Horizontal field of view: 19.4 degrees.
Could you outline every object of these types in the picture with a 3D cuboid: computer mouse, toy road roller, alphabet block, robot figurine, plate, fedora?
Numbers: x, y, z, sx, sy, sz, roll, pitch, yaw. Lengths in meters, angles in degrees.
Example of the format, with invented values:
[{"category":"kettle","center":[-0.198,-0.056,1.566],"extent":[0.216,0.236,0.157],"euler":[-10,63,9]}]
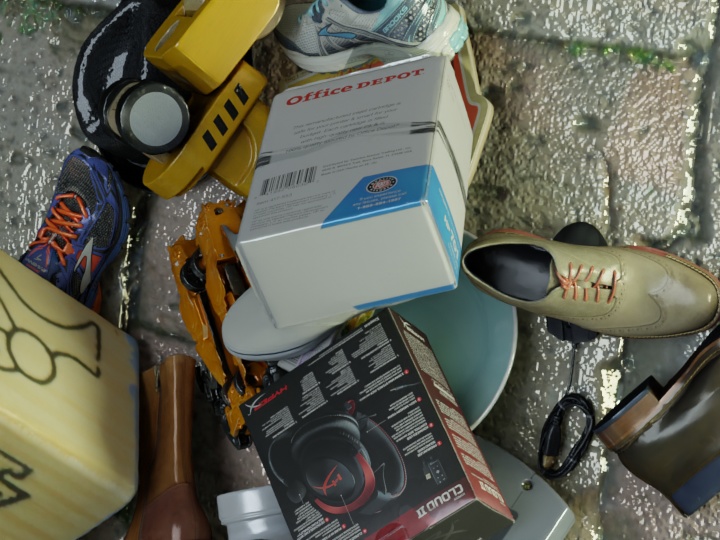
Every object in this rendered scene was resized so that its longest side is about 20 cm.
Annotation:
[{"category":"computer mouse","center":[0.157,0.063,1.625],"extent":[0.058,0.034,0.202],"euler":[6,93,33]},{"category":"toy road roller","center":[-0.111,-0.146,1.725],"extent":[0.201,0.146,0.123],"euler":[-55,18,-4]},{"category":"alphabet block","center":[-0.323,0.124,1.795],"extent":[0.196,0.200,0.196],"euler":[-37,36,24]},{"category":"robot figurine","center":[-0.100,0.049,1.768],"extent":[0.145,0.058,0.201],"euler":[-43,64,58]},{"category":"plate","center":[0.041,0.059,1.686],"extent":[0.199,0.026,0.202],"euler":[-12,65,27]},{"category":"fedora","center":[-0.186,-0.168,1.824],"extent":[0.199,0.091,0.202],"euler":[0,89,34]}]

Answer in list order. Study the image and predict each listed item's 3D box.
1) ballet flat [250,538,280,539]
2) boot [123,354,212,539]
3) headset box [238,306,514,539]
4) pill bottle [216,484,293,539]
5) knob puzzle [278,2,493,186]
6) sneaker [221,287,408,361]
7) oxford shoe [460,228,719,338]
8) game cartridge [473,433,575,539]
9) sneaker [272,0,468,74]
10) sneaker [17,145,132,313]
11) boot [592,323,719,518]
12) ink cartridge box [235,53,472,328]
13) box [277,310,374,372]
[{"category":"ballet flat","center":[-0.015,0.269,1.648],"extent":[0.064,0.199,0.068],"euler":[-19,46,60]},{"category":"boot","center":[-0.188,0.187,1.826],"extent":[0.188,0.068,0.201],"euler":[142,125,-61]},{"category":"headset box","center":[0.014,0.155,1.603],"extent":[0.148,0.075,0.201],"euler":[-34,58,13]},{"category":"pill bottle","center":[-0.062,0.277,1.722],"extent":[0.111,0.112,0.202],"euler":[-14,81,33]},{"category":"knob puzzle","center":[0.014,-0.099,1.681],"extent":[0.218,0.030,0.221],"euler":[-12,65,28]},{"category":"sneaker","center":[-0.038,0.013,1.636],"extent":[0.199,0.071,0.074],"euler":[-26,64,28]},{"category":"oxford shoe","center":[0.168,0.014,1.560],"extent":[0.199,0.075,0.071],"euler":[8,96,18]},{"category":"game cartridge","center":[0.063,0.190,1.646],"extent":[0.199,0.042,0.133],"euler":[25,65,35]},{"category":"sneaker","center":[-0.003,-0.212,1.682],"extent":[0.199,0.086,0.078],"euler":[6,52,46]},{"category":"sneaker","center":[-0.260,-0.015,1.862],"extent":[0.075,0.078,0.201],"euler":[29,118,28]},{"category":"boot","center":[0.274,0.093,1.539],"extent":[0.200,0.075,0.097],"euler":[-40,89,23]},{"category":"ink cartridge box","center":[0.001,-0.062,1.557],"extent":[0.145,0.201,0.086],"euler":[-12,122,16]},{"category":"box","center":[0.000,0.000,1.695],"extent":[0.041,0.039,0.201],"euler":[23,85,34]}]
